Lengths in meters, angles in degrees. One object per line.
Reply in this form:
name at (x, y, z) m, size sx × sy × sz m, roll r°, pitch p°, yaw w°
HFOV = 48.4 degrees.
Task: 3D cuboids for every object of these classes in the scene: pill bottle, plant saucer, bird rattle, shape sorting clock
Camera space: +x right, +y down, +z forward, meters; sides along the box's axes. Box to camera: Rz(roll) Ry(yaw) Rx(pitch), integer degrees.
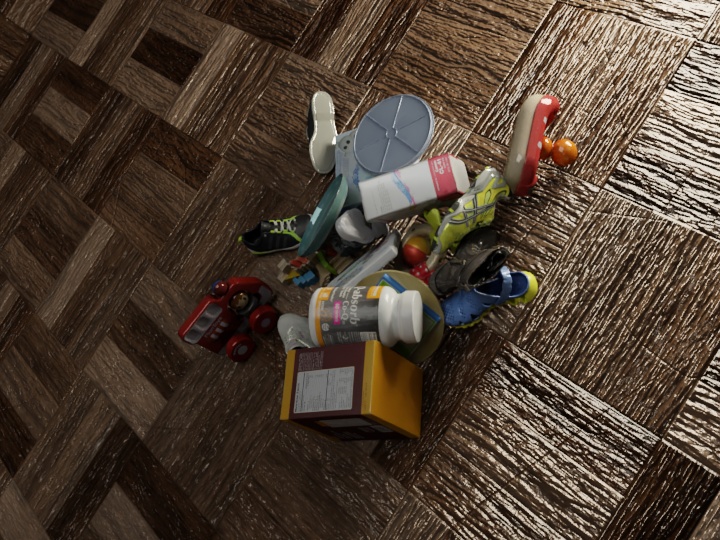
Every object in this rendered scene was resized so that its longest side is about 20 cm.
pill bottle at (0.011, 0.087, 1.486) m, size 0.196 × 0.117 × 0.118 m, roll -3°, pitch 66°, yaw 16°
plant saucer at (-0.077, -0.114, 1.727) m, size 0.201 × 0.027 × 0.201 m, roll -57°, pitch 14°, yaw 23°
bird rattle at (0.133, -0.023, 1.620) m, size 0.162 × 0.112 × 0.203 m, roll 20°, pitch 90°, yaw 53°
shape sorting clock at (0.067, 0.093, 1.558) m, size 0.196 × 0.039 × 0.204 m, roll 5°, pitch 109°, yaw 14°

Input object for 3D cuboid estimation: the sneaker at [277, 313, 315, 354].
sneaker at (-0.126, 0.150, 1.691) m, size 0.075 × 0.099 × 0.200 m, roll -50°, pitch 50°, yaw 6°

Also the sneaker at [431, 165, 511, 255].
sneaker at (0.209, -0.104, 1.513) m, size 0.076 × 0.075 × 0.201 m, roll 39°, pitch 86°, yaw 6°

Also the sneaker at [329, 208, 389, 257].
sneaker at (-0.022, -0.072, 1.675) m, size 0.113 × 0.199 × 0.076 m, roll -30°, pitch 83°, yaw 26°

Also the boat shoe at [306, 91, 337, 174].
boat shoe at (-0.097, -0.323, 1.915) m, size 0.060 × 0.073 × 0.204 m, roll 146°, pitch 120°, yaw -68°

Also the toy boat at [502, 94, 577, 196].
toy boat at (0.355, -0.238, 1.550) m, size 0.128 × 0.131 × 0.203 m, roll 13°, pitch 75°, yaw 6°

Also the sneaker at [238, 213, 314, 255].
sneaker at (-0.196, -0.085, 1.857) m, size 0.198 × 0.083 × 0.073 m, roll -21°, pitch 59°, yaw 25°

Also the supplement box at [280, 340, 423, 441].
supplement box at (-0.013, 0.234, 1.512) m, size 0.197 × 0.197 × 0.135 m, roll -9°, pitch 64°, yaw 30°

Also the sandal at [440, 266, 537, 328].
sandal at (0.229, 0.044, 1.509) m, size 0.198 × 0.087 × 0.081 m, roll -28°, pitch 58°, yaw 22°

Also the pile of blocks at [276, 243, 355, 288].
pile of blocks at (-0.111, -0.008, 1.777) m, size 0.198 × 0.062 × 0.083 m, roll -21°, pitch 58°, yaw 25°

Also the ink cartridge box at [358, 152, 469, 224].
ink cartridge box at (0.113, -0.162, 1.619) m, size 0.197 × 0.147 × 0.087 m, roll -14°, pitch 86°, yaw 18°

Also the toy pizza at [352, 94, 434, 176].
toy pizza at (0.074, -0.293, 1.751) m, size 0.197 × 0.032 × 0.203 m, roll -13°, pitch 62°, yaw 25°

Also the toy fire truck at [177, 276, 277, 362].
toy fire truck at (-0.292, 0.097, 1.782) m, size 0.201 × 0.168 × 0.112 m, roll -50°, pitch 51°, yaw 4°

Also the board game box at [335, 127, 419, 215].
board game box at (0.036, -0.240, 1.797) m, size 0.196 × 0.043 × 0.203 m, roll -15°, pitch 61°, yaw 27°

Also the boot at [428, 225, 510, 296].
boot at (0.224, -0.020, 1.477) m, size 0.200 × 0.069 × 0.174 m, roll -46°, pitch 11°, yaw -21°

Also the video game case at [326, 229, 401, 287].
video game case at (0.000, 0.000, 1.648) m, size 0.199 × 0.024 × 0.182 m, roll -39°, pitch 8°, yaw 13°
